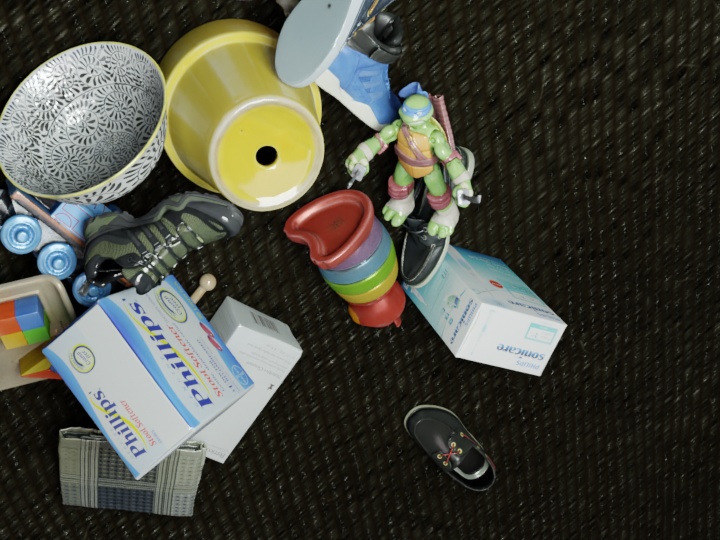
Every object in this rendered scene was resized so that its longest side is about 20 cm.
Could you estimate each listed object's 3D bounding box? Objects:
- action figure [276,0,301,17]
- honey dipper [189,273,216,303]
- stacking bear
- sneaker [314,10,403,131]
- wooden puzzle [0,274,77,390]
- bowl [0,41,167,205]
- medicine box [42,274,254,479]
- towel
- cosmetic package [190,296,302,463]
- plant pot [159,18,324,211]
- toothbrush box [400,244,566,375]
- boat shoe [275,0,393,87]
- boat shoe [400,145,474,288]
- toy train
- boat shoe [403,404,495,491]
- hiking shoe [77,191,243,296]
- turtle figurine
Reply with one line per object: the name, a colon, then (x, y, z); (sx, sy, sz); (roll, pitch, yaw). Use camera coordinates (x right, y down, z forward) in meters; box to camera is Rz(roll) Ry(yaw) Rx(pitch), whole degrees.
action figure: (-0.021, -0.362, 1.093); (0.193, 0.105, 0.200); (-43, 160, 1)
honey dipper: (-0.259, 0.082, 1.264); (0.038, 0.038, 0.201); (35, 97, -32)
stacking bear: (0.000, 0.000, 1.280); (0.113, 0.121, 0.201); (-38, 133, -10)
sneaker: (0.022, -0.244, 1.136); (0.111, 0.077, 0.199); (-36, 145, 20)
wooden puzzle: (-0.432, 0.094, 1.144); (0.197, 0.047, 0.187); (-10, 141, -6)
bowl: (-0.291, -0.144, 1.059); (0.199, 0.202, 0.094); (-30, 150, -3)
medicine box: (-0.246, 0.119, 1.141); (0.103, 0.200, 0.183); (-38, 88, 15)
towel: (-0.309, 0.270, 1.292); (0.189, 0.035, 0.201); (8, 139, -10)
cosmetic package: (-0.184, 0.150, 1.300); (0.112, 0.081, 0.201); (26, 104, -32)
plant pot: (-0.128, -0.164, 1.089); (0.198, 0.189, 0.203); (-9, 121, -16)
toothbrush box: (0.164, 0.047, 1.311); (0.145, 0.200, 0.086); (15, 111, -27)
boat shoe: (-0.011, -0.278, 1.015); (0.202, 0.071, 0.091); (-59, 155, 11)
boat shoe: (0.088, -0.075, 1.279); (0.066, 0.074, 0.202); (11, 108, -45)
toy train: (-0.341, -0.046, 1.134); (0.114, 0.087, 0.200); (-48, 121, -3)
boat shoe: (0.146, 0.281, 1.515); (0.074, 0.063, 0.201); (-42, 122, 8)
hiking shoe: (-0.219, -0.020, 1.056); (0.197, 0.102, 0.076); (-12, 150, 19)
turtle figurine: (0.058, -0.099, 1.142); (0.142, 0.202, 0.195); (-13, 148, 1)
